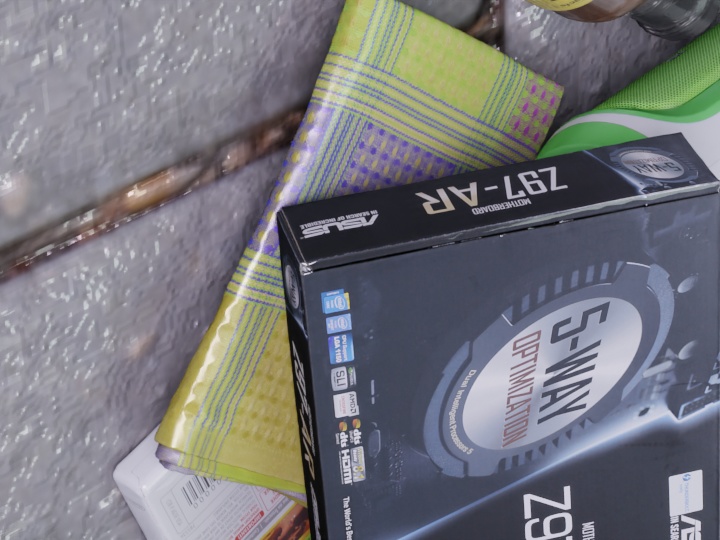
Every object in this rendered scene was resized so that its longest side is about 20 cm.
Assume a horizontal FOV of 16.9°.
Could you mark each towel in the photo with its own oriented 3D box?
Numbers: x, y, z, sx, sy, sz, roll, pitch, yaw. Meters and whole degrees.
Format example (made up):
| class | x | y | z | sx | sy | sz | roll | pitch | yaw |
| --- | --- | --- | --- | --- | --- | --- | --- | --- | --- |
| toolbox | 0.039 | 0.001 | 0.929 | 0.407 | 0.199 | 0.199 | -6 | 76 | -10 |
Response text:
| class | x | y | z | sx | sy | sz | roll | pitch | yaw |
| --- | --- | --- | --- | --- | --- | --- | --- | --- | --- |
| towel | 0.000 | 0.000 | 0.943 | 0.143 | 0.023 | 0.201 | 20 | 94 | -51 |

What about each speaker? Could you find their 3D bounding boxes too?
| class | x | y | z | sx | sy | sz | roll | pitch | yaw |
| --- | --- | --- | --- | --- | --- | --- | --- | --- | --- |
| speaker | 0.149 | -0.055 | 1.023 | 0.200 | 0.088 | 0.089 | -34 | 134 | -46 |

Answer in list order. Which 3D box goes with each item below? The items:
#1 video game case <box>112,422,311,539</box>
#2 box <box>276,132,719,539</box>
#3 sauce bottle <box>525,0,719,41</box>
| class | x | y | z | sx | sy | sz | roll | pitch | yaw |
| --- | --- | --- | --- | --- | --- | --- | --- | --- | --- |
| video game case | -0.001 | 0.076 | 1.020 | 0.200 | 0.023 | 0.182 | -45 | 138 | -22 |
| box | 0.057 | 0.057 | 0.925 | 0.159 | 0.044 | 0.201 | -10 | 122 | -10 |
| sauce bottle | 0.078 | -0.136 | 0.956 | 0.200 | 0.065 | 0.065 | 16 | 99 | -53 |
